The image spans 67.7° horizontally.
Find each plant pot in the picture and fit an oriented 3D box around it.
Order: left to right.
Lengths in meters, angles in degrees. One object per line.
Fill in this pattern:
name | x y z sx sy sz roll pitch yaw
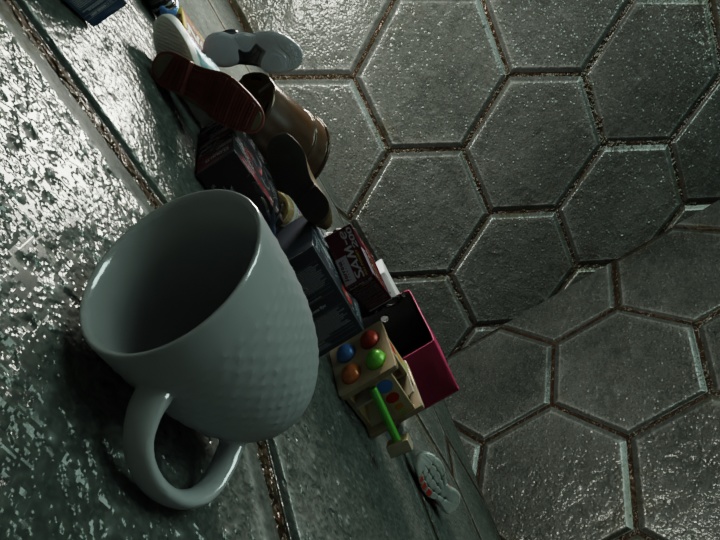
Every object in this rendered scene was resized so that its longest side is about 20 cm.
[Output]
plant pot | -0.191 -0.298 1.146 0.198 0.197 0.204 38 23 -58

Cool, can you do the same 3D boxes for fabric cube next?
fabric cube | 0.107 0.218 1.362 0.202 0.192 0.202 56 7 -37

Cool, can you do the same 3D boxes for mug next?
mug | -0.112 0.074 0.417 0.178 0.142 0.205 65 31 -45

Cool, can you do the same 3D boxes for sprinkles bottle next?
sprinkles bottle | -0.162 -0.127 1.161 0.070 0.067 0.200 61 6 0

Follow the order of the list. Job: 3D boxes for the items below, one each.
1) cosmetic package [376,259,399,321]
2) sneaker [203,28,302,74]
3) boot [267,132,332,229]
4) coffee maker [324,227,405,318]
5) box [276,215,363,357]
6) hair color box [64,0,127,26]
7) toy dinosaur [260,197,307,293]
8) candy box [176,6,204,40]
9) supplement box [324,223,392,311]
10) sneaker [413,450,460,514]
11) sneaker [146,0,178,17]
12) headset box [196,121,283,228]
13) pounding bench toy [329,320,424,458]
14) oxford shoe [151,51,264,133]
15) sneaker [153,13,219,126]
cosmetic package | 0.085 0.091 2.111 0.205 0.120 0.200 62 6 -12
sneaker | -0.217 -0.447 1.081 0.114 0.192 0.078 -121 -147 -58
boot | -0.111 -0.160 0.987 0.204 0.072 0.076 60 3 17
coffee maker | -0.018 0.009 1.342 0.189 0.135 0.204 16 39 -46
box | -0.086 0.018 0.993 0.185 0.102 0.201 58 6 -23
hair color box | -0.360 -0.387 0.604 0.102 0.059 0.200 63 5 16
toy dinosaur | -0.166 -0.015 0.760 0.183 0.104 0.201 50 -33 7
candy box | -0.329 -0.414 1.048 0.117 0.055 0.203 55 8 -48
supplement box | 0.000 0.000 1.047 0.112 0.059 0.200 65 6 19
sneaker | 0.169 0.511 1.308 0.081 0.077 0.204 17 -40 58
sneaker | -0.409 -0.586 1.038 0.083 0.069 0.205 64 3 -78
headset box | -0.200 -0.155 0.897 0.150 0.073 0.202 58 7 -37
pounding bench toy | 0.034 0.226 1.010 0.158 0.122 0.202 57 7 -35
oxford shoe | -0.234 -0.284 0.865 0.196 0.072 0.075 33 6 1
sneaker | -0.288 -0.351 0.938 0.084 0.071 0.204 -73 153 -43
